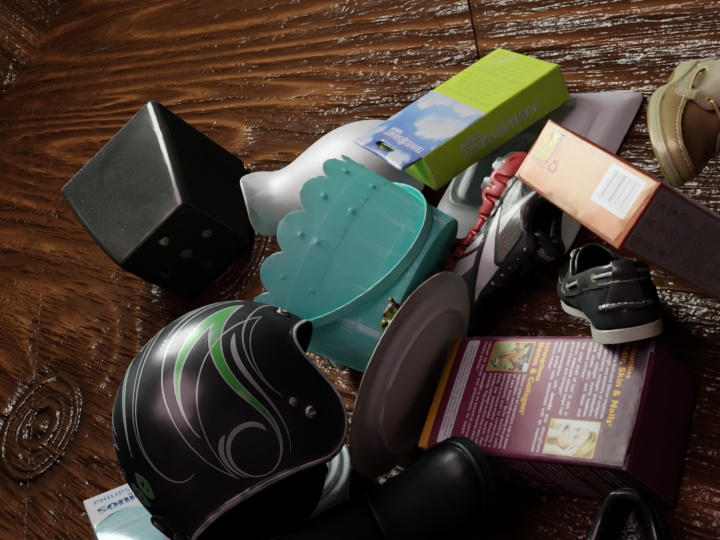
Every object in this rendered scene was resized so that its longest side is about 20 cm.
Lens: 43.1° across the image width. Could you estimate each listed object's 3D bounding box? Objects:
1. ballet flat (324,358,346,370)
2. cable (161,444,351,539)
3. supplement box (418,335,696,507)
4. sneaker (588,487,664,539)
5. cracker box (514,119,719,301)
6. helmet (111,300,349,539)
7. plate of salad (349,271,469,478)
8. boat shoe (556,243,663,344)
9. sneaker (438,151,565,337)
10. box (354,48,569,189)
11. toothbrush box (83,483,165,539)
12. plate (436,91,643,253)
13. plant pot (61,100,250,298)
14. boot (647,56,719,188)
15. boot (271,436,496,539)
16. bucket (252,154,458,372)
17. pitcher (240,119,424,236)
[{"bbox_3d":[-0.011,0.021,1.048,0.069,0.069,0.200,-29,40,27],"label":"ballet flat"},{"bbox_3d":[-0.107,0.210,0.901,0.200,0.069,0.200,-16,31,-26],"label":"cable"},{"bbox_3d":[0.161,0.121,0.761,0.200,0.086,0.110,-4,57,45],"label":"supplement box"},{"bbox_3d":[0.179,0.248,0.632,0.071,0.080,0.200,-4,55,20],"label":"sneaker"},{"bbox_3d":[0.236,-0.037,0.717,0.058,0.200,0.134,-59,36,13],"label":"cracker box"},{"bbox_3d":[-0.112,0.123,0.782,0.200,0.200,0.191,-40,63,15],"label":"helmet"},{"bbox_3d":[0.041,0.091,0.825,0.048,0.200,0.200,23,77,28],"label":"plate of salad"},{"bbox_3d":[0.205,0.007,0.767,0.072,0.068,0.200,-16,7,5],"label":"boat shoe"},{"bbox_3d":[0.141,-0.012,0.888,0.098,0.071,0.201,34,103,41],"label":"sneaker"},{"bbox_3d":[0.106,-0.160,0.970,0.200,0.048,0.122,-34,32,-10],"label":"box"},{"bbox_3d":[-0.178,0.290,0.921,0.146,0.085,0.200,-20,32,-23],"label":"toothbrush box"},{"bbox_3d":[0.178,-0.119,0.986,0.200,0.032,0.200,13,71,50],"label":"plate"},{"bbox_3d":[-0.271,-0.081,1.306,0.200,0.199,0.177,-42,50,13],"label":"plant pot"},{"bbox_3d":[0.337,-0.145,0.774,0.155,0.073,0.200,-11,23,37],"label":"boot"},{"bbox_3d":[0.002,0.212,0.743,0.073,0.162,0.198,64,146,17],"label":"boot"},{"bbox_3d":[0.000,0.000,0.912,0.135,0.207,0.207,25,77,13],"label":"bucket"},{"bbox_3d":[-0.022,-0.107,1.122,0.200,0.172,0.121,-17,89,17],"label":"pitcher"}]
